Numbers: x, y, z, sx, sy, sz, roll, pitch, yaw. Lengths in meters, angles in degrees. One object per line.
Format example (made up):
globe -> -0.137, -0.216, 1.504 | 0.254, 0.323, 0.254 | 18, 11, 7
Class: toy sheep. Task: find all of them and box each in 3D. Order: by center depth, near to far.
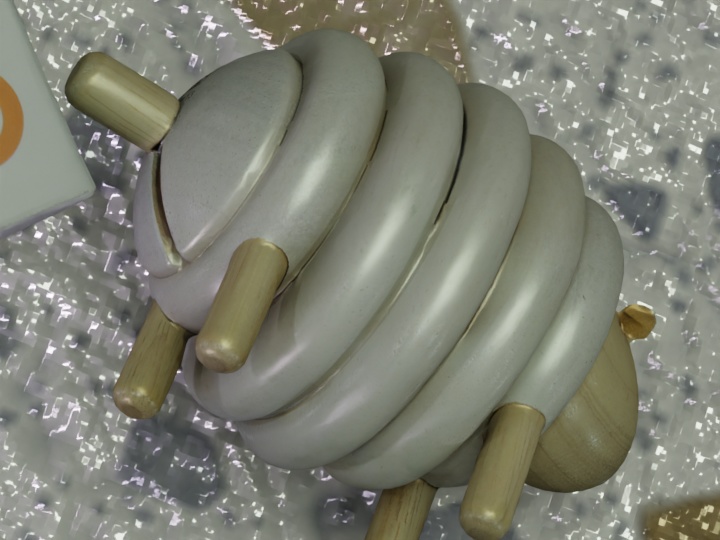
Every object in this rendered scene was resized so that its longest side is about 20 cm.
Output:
toy sheep -> 0.000, 0.000, 0.857 | 0.200, 0.138, 0.138 | 36, 73, -22

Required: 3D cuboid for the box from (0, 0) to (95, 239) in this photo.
box -> -0.179, -0.083, 0.827 | 0.124, 0.097, 0.201 | -24, 93, -24
